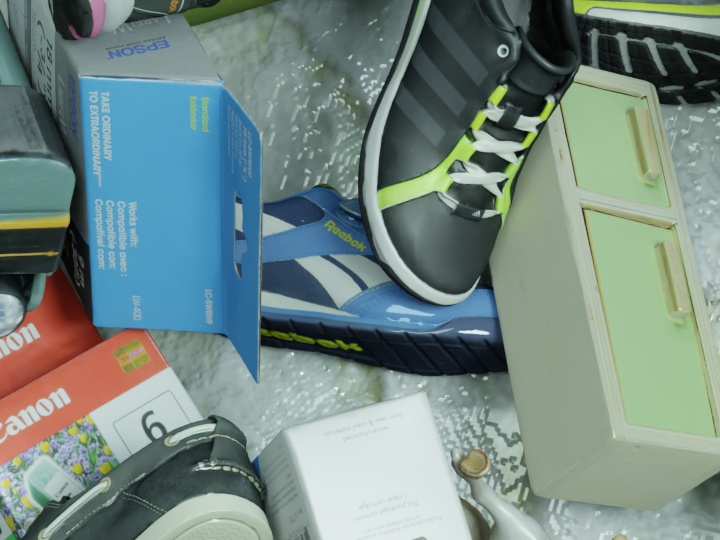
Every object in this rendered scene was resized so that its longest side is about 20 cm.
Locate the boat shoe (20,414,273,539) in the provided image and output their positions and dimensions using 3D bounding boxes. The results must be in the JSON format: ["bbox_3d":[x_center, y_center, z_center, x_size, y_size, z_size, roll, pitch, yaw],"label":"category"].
[{"bbox_3d":[-0.124,0.136,1.030,0.200,0.072,0.068,-34,49,19],"label":"boat shoe"}]

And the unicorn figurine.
[{"bbox_3d":[0.098,0.157,1.050,0.074,0.137,0.200,-34,50,-3],"label":"unicorn figurine"}]

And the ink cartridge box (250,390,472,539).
[{"bbox_3d":[0.014,0.165,0.999,0.068,0.116,0.201,-13,78,-17],"label":"ink cartridge box"}]

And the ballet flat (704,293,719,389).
[{"bbox_3d":[0.203,0.094,1.061,0.064,0.076,0.201,-27,66,30],"label":"ballet flat"}]

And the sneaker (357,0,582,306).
[{"bbox_3d":[0.056,-0.082,1.063,0.083,0.072,0.201,8,88,57],"label":"sneaker"}]

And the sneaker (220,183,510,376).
[{"bbox_3d":[0.000,0.000,1.145,0.199,0.074,0.083,12,72,16],"label":"sneaker"}]

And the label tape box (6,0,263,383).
[{"bbox_3d":[-0.108,-0.055,1.091,0.063,0.145,0.200,-12,40,-18],"label":"label tape box"}]

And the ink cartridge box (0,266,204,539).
[{"bbox_3d":[-0.134,0.082,1.107,0.109,0.050,0.200,-30,85,-30],"label":"ink cartridge box"}]

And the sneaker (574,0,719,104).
[{"bbox_3d":[0.188,-0.133,1.155,0.199,0.074,0.081,1,61,8],"label":"sneaker"}]

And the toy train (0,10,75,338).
[{"bbox_3d":[-0.189,-0.062,1.110,0.085,0.114,0.200,0,42,-25],"label":"toy train"}]

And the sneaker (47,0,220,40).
[{"bbox_3d":[-0.107,-0.176,1.079,0.086,0.080,0.200,-3,49,-15],"label":"sneaker"}]

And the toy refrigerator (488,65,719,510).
[{"bbox_3d":[0.111,0.003,1.090,0.070,0.076,0.201,-42,47,45],"label":"toy refrigerator"}]

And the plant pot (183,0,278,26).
[{"bbox_3d":[-0.053,-0.210,1.184,0.190,0.200,0.201,-23,67,19],"label":"plant pot"}]
